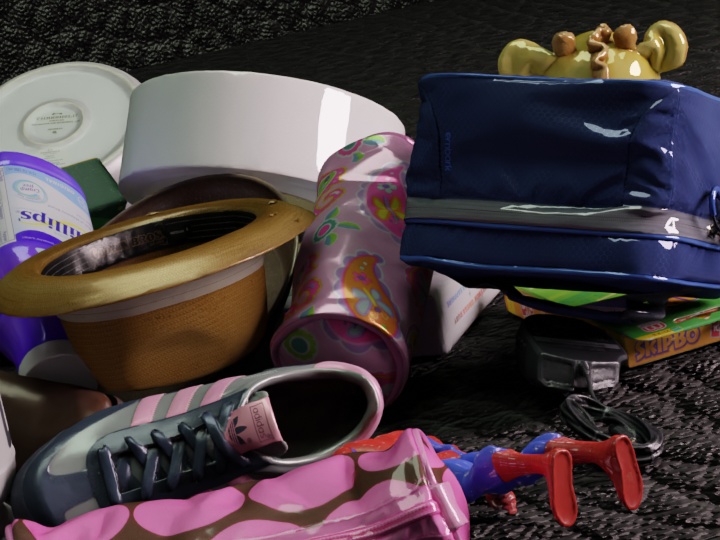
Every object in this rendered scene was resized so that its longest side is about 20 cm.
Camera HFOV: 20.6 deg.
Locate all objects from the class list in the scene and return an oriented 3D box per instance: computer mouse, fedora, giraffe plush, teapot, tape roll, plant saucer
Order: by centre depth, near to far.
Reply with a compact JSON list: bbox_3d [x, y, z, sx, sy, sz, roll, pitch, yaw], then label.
[{"bbox_3d":[0.121,0.069,1.066,0.058,0.034,0.200,7,16,-8],"label":"computer mouse"},{"bbox_3d":[-0.114,0.018,1.153,0.200,0.082,0.201,-12,12,3],"label":"fedora"},{"bbox_3d":[-0.120,0.024,1.271,0.200,0.037,0.201,-19,42,18],"label":"plant saucer"},{"bbox_3d":[-0.069,-0.077,1.406,0.202,0.071,0.202,6,-13,1],"label":"tape roll"},{"bbox_3d":[0.168,-0.096,1.409,0.172,0.163,0.200,-15,13,-15],"label":"giraffe plush"},{"bbox_3d":[-0.253,-0.082,1.780,0.200,0.146,0.197,30,60,34],"label":"teapot"}]

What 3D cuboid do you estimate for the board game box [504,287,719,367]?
[{"bbox_3d":[0.169,0.021,1.221,0.095,0.030,0.200,-16,11,-16],"label":"board game box"}]

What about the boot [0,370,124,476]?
[{"bbox_3d":[-0.252,0.045,1.107,0.186,0.200,0.064,-10,45,43],"label":"boot"}]

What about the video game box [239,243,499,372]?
[{"bbox_3d":[-0.010,0.018,1.347,0.199,0.047,0.182,-6,12,21],"label":"video game box"}]

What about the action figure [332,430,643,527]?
[{"bbox_3d":[0.044,0.101,0.944,0.065,0.052,0.200,-14,7,-36],"label":"action figure"}]

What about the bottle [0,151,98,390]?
[{"bbox_3d":[-0.203,0.006,1.253,0.083,0.065,0.200,25,27,-32],"label":"bottle"}]

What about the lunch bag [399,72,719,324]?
[{"bbox_3d":[0.129,-0.038,1.142,0.200,0.133,0.136,5,-1,33],"label":"lunch bag"}]

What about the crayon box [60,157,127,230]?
[{"bbox_3d":[-0.278,0.000,1.473,0.200,0.126,0.052,-20,57,-33],"label":"crayon box"}]

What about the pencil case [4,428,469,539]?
[{"bbox_3d":[-0.049,0.124,0.843,0.199,0.091,0.094,-15,-22,-6],"label":"pencil case"}]

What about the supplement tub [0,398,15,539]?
[{"bbox_3d":[-0.255,0.064,1.004,0.140,0.201,0.140,-10,15,3],"label":"supplement tub"}]

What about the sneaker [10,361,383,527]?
[{"bbox_3d":[-0.081,0.087,1.015,0.200,0.070,0.082,-19,-8,-23],"label":"sneaker"}]

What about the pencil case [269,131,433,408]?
[{"bbox_3d":[0.000,0.000,1.200,0.087,0.088,0.200,-8,35,15],"label":"pencil case"}]
